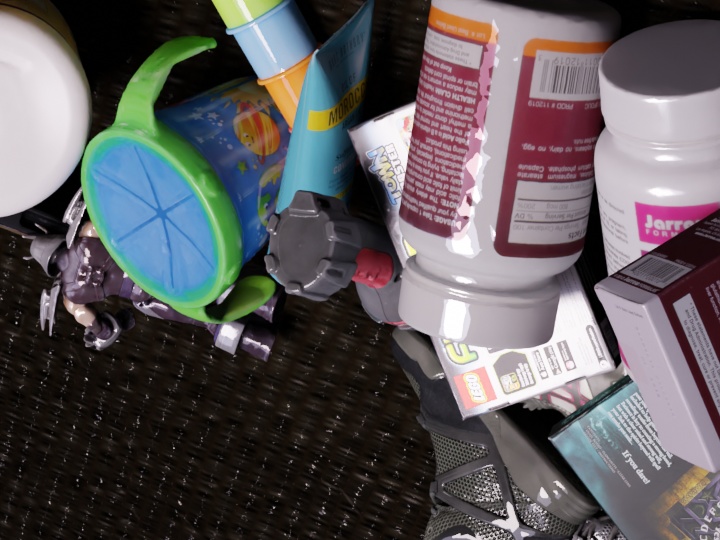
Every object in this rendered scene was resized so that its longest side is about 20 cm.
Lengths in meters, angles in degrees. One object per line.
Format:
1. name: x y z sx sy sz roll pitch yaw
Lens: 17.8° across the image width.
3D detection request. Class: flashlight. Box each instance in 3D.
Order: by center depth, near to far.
1. flashlight: 0.000 0.000 1.480 0.068 0.200 0.068 -43 72 14

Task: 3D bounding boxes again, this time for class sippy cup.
1. sippy cup: -0.098 -0.064 1.567 0.140 0.130 0.178 42 142 14

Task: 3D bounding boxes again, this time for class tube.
1. tube: -0.024 -0.078 1.484 0.050 0.078 0.201 21 130 12

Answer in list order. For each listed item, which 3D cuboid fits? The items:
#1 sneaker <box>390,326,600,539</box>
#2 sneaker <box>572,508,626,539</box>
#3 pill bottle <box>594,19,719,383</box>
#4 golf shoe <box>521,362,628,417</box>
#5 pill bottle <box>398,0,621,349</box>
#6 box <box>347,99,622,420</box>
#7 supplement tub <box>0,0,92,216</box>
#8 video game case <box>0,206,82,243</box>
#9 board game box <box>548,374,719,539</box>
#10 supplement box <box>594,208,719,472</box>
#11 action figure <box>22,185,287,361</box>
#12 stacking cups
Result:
1. sneaker: 0.066 0.126 1.560 0.114 0.076 0.200 -50 61 16
2. sneaker: 0.161 0.179 1.565 0.199 0.075 0.116 -7 113 47
3. pill bottle: 0.194 -0.034 1.327 0.113 0.113 0.201 14 129 36
4. golf shoe: 0.138 0.059 1.505 0.200 0.077 0.088 43 123 2
5. pill bottle: 0.083 -0.063 1.358 0.114 0.114 0.202 18 107 33
6. box: 0.080 -0.018 1.450 0.109 0.035 0.201 -19 96 22
7. supplement tub: -0.264 -0.128 1.606 0.200 0.145 0.146 -121 7 -70
8. video game case: -0.303 -0.057 1.762 0.199 0.026 0.180 19 177 32
9. board game box: 0.231 0.143 1.451 0.135 0.028 0.200 -36 95 19
10. supplement box: 0.237 0.009 1.251 0.109 0.199 0.061 65 165 -18
11. action figure: -0.153 0.009 1.680 0.198 0.070 0.131 18 120 0
12. stacking cups: -0.058 -0.155 1.524 0.060 0.060 0.201 -8 117 46
